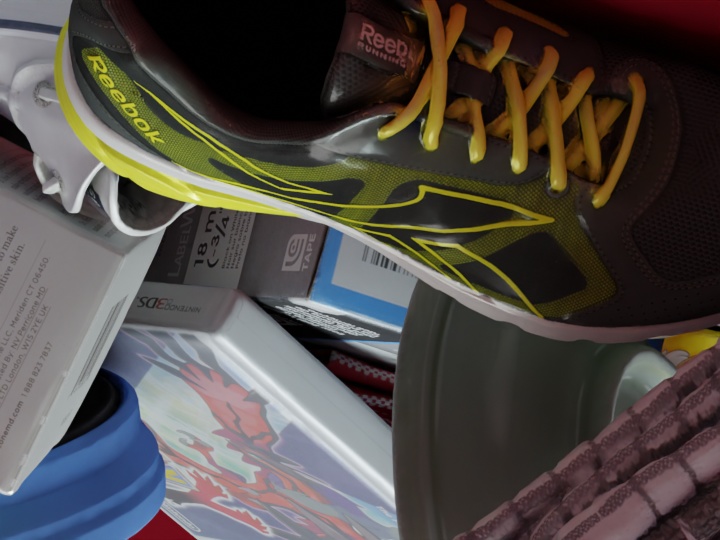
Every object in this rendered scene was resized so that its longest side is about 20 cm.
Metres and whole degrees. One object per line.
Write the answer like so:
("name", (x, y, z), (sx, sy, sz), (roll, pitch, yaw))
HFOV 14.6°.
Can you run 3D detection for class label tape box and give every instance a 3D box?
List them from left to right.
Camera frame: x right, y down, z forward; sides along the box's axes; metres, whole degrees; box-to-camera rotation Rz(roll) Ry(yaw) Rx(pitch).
("label tape box", (0.000, 0.000, 1.027), (0.144, 0.064, 0.200), (18, 172, -29))

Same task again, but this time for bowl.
("bowl", (-0.167, 0.071, 0.949), (0.200, 0.040, 0.201), (-7, -168, 1))

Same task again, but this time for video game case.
("video game case", (-0.048, 0.064, 1.047), (0.182, 0.023, 0.200), (4, 148, 47))

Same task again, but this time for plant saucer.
("plant saucer", (0.075, 0.078, 0.869), (0.050, 0.201, 0.200), (-13, 162, 25))

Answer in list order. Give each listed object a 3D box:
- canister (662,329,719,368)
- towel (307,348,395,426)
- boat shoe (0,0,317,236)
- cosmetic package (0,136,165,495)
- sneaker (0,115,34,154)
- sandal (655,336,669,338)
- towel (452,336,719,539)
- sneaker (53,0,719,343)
("canister", (0.167, 0.136, 1.237), (0.148, 0.201, 0.087), (15, 173, -15))
("towel", (-0.010, 0.065, 1.112), (0.144, 0.023, 0.200), (22, 165, -30))
("boat shoe", (-0.064, -0.043, 0.784), (0.199, 0.066, 0.073), (8, 172, 35))
("cosmetic package", (-0.167, -0.022, 0.842), (0.199, 0.085, 0.108), (27, -173, 1))
("sneaker", (-0.126, -0.025, 0.967), (0.075, 0.088, 0.200), (19, 170, -30))
("sandal", (0.084, -0.007, 0.810), (0.079, 0.058, 0.201), (18, 176, 3))
("towel", (0.117, 0.053, 0.701), (0.086, 0.200, 0.166), (53, -178, 10))
("sneaker", (0.020, -0.033, 0.670), (0.199, 0.075, 0.085), (11, 170, 1))
